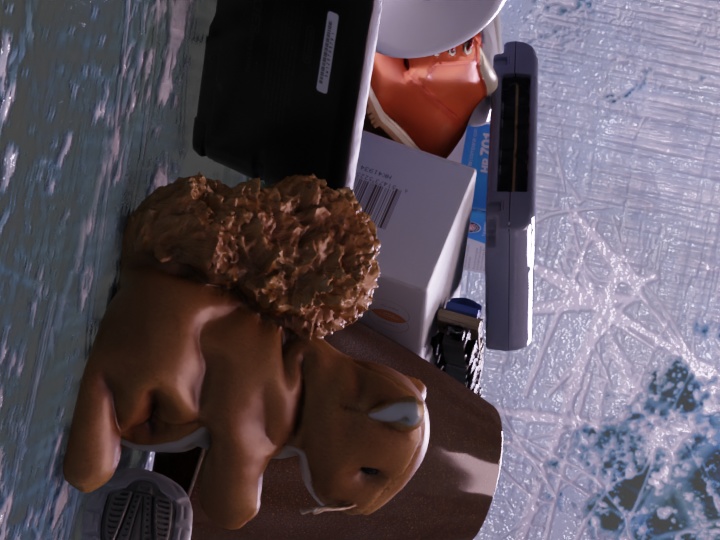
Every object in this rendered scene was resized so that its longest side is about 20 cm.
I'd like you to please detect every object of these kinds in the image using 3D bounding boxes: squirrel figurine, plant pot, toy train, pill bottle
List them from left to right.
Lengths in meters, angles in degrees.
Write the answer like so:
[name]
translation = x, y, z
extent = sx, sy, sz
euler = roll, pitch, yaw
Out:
[squirrel figurine]
translation = -0.047, 0.044, 1.169
extent = 0.142, 0.185, 0.202
euler = 16, 86, -85
[plant pot]
translation = -0.017, 0.110, 1.352
extent = 0.187, 0.198, 0.189
euler = -165, -90, -76
[pill bottle]
translation = 0.016, -0.240, 1.327
extent = 0.107, 0.105, 0.201
euler = 96, -22, -55
[toy train]
translation = 0.071, 0.056, 1.460
extent = 0.200, 0.034, 0.046
euler = 75, 32, -76

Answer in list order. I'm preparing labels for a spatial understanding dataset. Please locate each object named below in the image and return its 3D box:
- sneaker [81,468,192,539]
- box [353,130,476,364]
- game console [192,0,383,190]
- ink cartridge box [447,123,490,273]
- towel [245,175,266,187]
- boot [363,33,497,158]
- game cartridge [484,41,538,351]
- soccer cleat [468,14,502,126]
[sneaker]
translation = -0.138, 0.219, 1.193
extent = 0.100, 0.077, 0.201
euler = 102, 3, -53
[box]
translation = 0.000, 0.000, 1.417
extent = 0.200, 0.123, 0.098
euler = 94, 18, -62
[game console]
translation = -0.035, -0.166, 1.299
extent = 0.116, 0.175, 0.202
euler = -24, 131, -49
[ink cartridge box]
translation = 0.030, -0.071, 1.794
extent = 0.147, 0.198, 0.087
euler = 91, 10, -70
[towel]
translation = -0.059, -0.096, 1.488
extent = 0.150, 0.030, 0.201
euler = -95, -169, -51
[boot]
translation = 0.027, -0.142, 1.402
extent = 0.107, 0.075, 0.200
euler = -44, 148, -1
[game cartridge]
translation = 0.107, -0.048, 1.484
extent = 0.201, 0.040, 0.134
euler = -84, 176, -45
[soccer cleat]
translation = 0.076, -0.199, 1.595
extent = 0.078, 0.069, 0.201
euler = 68, 19, -50
